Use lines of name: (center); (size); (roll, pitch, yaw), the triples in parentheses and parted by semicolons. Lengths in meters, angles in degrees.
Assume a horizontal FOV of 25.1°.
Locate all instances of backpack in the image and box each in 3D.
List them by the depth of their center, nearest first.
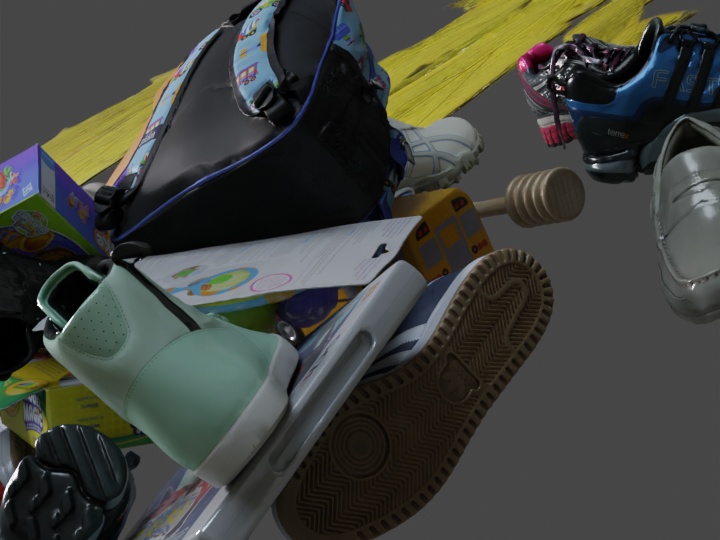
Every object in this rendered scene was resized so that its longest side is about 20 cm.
backpack: (-0.056, -0.084, 1.031); (0.182, 0.135, 0.201); (-29, 31, 30)

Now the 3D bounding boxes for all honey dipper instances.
honey dipper: (0.087, -0.043, 1.169); (0.038, 0.038, 0.199); (-35, 13, -29)

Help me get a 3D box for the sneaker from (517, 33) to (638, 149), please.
sneaker: (0.180, -0.146, 1.223); (0.080, 0.075, 0.200); (-35, 10, -24)

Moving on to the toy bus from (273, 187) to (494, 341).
toy bus: (0.000, 0.000, 1.082); (0.065, 0.079, 0.199); (-37, 18, -34)

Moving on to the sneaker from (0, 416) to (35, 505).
sneaker: (-0.257, 0.148, 1.050); (0.112, 0.072, 0.200); (-26, 7, -12)

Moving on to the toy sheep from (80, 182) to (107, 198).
toy sheep: (-0.244, -0.012, 1.441); (0.199, 0.139, 0.137); (-32, 16, -33)

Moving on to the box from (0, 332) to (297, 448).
box: (-0.137, 0.073, 0.988); (0.198, 0.049, 0.117); (-5, 8, -26)

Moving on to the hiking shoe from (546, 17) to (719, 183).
hiking shoe: (0.231, -0.136, 1.089); (0.199, 0.087, 0.074); (-28, 16, -3)

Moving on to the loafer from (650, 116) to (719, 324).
loafer: (0.187, -0.031, 0.883); (0.069, 0.070, 0.200); (-23, 16, 14)

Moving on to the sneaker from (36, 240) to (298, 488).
sneaker: (-0.094, 0.032, 0.774); (0.074, 0.118, 0.200); (-49, 6, -2)

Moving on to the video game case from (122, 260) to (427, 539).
video game case: (-0.062, 0.095, 0.811); (0.183, 0.023, 0.200); (-53, 7, -35)

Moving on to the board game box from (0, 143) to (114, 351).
board game box: (-0.204, 0.021, 1.053); (0.133, 0.200, 0.045); (-26, 45, 15)

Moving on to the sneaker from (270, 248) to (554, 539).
sneaker: (0.013, 0.072, 0.854); (0.200, 0.070, 0.108); (-46, 12, -26)

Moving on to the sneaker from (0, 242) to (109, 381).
sneaker: (-0.200, 0.029, 0.941); (0.060, 0.198, 0.105); (-56, 35, 23)

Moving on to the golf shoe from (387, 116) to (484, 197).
golf shoe: (0.024, -0.092, 1.207); (0.078, 0.098, 0.200); (-24, 10, 36)

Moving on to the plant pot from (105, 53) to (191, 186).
plant pot: (-0.111, -0.048, 1.245); (0.140, 0.200, 0.200); (-39, 12, 17)

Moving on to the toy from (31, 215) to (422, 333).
toy: (-0.069, 0.016, 0.903); (0.198, 0.048, 0.115); (-5, 19, 19)

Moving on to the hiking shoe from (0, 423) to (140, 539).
hiking shoe: (-0.184, 0.175, 0.847); (0.200, 0.074, 0.087); (-48, -18, -8)
